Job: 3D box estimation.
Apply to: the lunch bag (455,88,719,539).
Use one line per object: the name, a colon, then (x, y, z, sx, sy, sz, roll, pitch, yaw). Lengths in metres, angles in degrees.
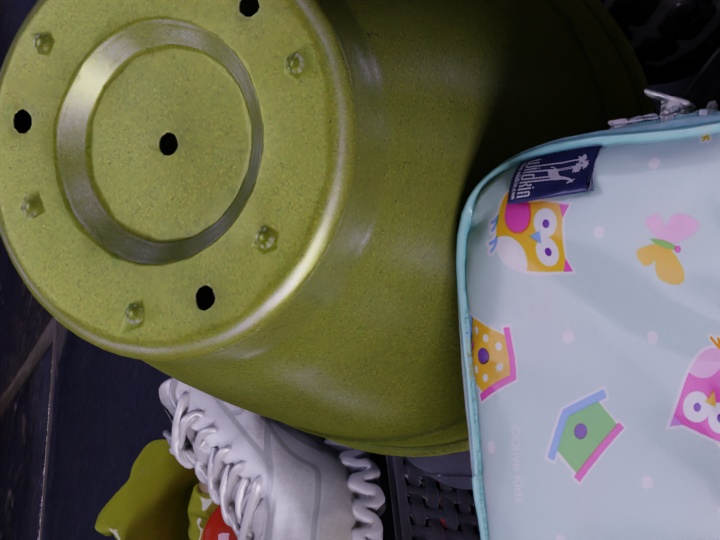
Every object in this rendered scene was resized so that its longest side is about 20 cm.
lunch bag: (0.110, 0.047, 0.608, 0.159, 0.077, 0.202, -7, 87, 42)

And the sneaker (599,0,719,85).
sneaker: (0.132, -0.153, 0.778, 0.089, 0.076, 0.201, -82, 18, -48)

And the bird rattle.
bird rattle: (-0.058, 0.135, 1.207, 0.200, 0.112, 0.164, -46, 49, 40)

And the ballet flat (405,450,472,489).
ballet flat: (0.000, 0.000, 0.838, 0.200, 0.073, 0.073, 49, 136, 24)

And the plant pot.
plant pot: (-0.021, -0.036, 0.706, 0.193, 0.199, 0.202, 7, -87, -64)

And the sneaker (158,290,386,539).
sneaker: (-0.042, 0.078, 0.863, 0.201, 0.080, 0.076, -108, 34, -51)

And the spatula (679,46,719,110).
spatula: (0.132, -0.073, 0.752, 0.200, 0.056, 0.021, -51, 9, 41)

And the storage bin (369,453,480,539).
storage bin: (0.031, 0.127, 0.890, 0.136, 0.093, 0.201, 118, 153, -45)
